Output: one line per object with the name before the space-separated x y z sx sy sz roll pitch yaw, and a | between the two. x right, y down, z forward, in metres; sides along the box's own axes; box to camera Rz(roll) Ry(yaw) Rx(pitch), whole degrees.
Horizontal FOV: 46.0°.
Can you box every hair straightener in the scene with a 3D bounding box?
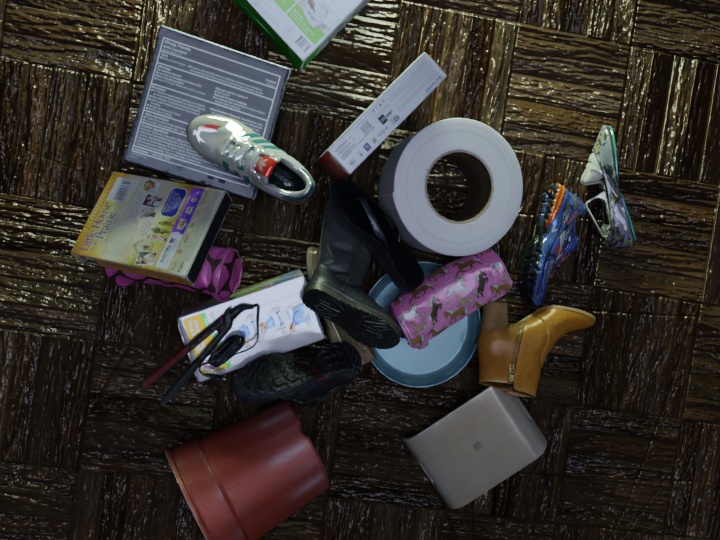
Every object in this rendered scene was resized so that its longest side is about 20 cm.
hair straightener | -0.215 0.124 1.218 0.200 0.041 0.077 -42 98 -5

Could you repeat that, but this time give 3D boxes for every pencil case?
pencil case | -0.270 -0.003 1.247 0.198 0.094 0.091 9 50 21
pencil case | 0.141 0.040 1.323 0.199 0.083 0.087 -32 141 -6

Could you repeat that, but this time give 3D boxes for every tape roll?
tape roll | 0.136 -0.126 1.311 0.200 0.139 0.206 0 93 -9

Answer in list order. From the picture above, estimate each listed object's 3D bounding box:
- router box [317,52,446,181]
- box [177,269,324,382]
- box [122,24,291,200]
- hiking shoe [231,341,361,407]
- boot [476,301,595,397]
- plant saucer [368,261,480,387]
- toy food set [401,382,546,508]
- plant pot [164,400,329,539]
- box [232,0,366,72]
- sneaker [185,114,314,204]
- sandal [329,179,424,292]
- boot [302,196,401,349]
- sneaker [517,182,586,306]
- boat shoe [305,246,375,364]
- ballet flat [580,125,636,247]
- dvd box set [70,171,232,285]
router box | 0.026 -0.224 1.269 0.049 0.179 0.200 45 87 -7
box | -0.166 0.081 1.291 0.198 0.112 0.103 -19 97 -6
box | -0.225 -0.226 1.261 0.198 0.123 0.201 17 92 -10
hiking shoe | -0.094 0.173 1.255 0.198 0.076 0.101 -8 136 -22
boot | 0.282 0.130 1.357 0.198 0.071 0.146 5 71 -7
plant saucer | 0.096 0.087 1.373 0.197 0.027 0.203 0 92 -8
toy food set | 0.187 0.278 1.386 0.199 0.060 0.144 -34 97 3
plant pot | -0.162 0.308 1.273 0.194 0.201 0.203 -27 96 -14
box | -0.097 -0.441 1.282 0.200 0.097 0.177 44 86 -8
sneaker | -0.147 -0.157 1.171 0.198 0.093 0.071 31 88 -12
sandal | 0.032 -0.061 1.277 0.201 0.043 0.076 49 41 -1
boot | 0.002 -0.001 1.291 0.181 0.201 0.072 37 130 -19
sneaker | 0.316 -0.036 1.375 0.078 0.075 0.202 18 92 -12
boat shoe | -0.031 0.053 1.324 0.064 0.071 0.202 -18 98 10
ballet flat | 0.397 -0.133 1.385 0.071 0.072 0.203 -13 93 -7
dvd box set | -0.299 -0.063 1.214 0.198 0.029 0.148 10 63 20
